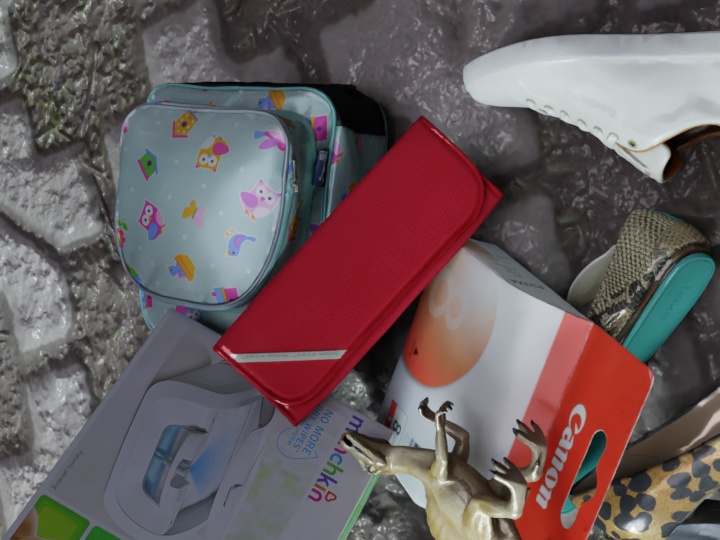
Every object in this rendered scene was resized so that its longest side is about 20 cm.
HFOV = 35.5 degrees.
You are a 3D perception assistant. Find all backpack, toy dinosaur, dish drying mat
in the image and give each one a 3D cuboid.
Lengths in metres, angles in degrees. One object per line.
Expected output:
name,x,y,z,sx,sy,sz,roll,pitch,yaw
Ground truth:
backpack,-0.079,-0.029,0.791,0.174,0.153,0.202,7,103,27
toy dinosaur,0.074,0.140,0.653,0.200,0.058,0.102,43,129,30
dish drying mat,0.000,0.000,0.713,0.077,0.018,0.200,42,86,-1

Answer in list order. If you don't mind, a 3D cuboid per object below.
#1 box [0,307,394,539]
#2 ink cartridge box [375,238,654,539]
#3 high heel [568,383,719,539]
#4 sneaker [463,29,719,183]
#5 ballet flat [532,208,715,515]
box,-0.102,0.159,0.717,0.175,0.201,0.097,28,145,7
ink cartridge box,0.081,0.087,0.694,0.164,0.050,0.200,-71,24,15
high heel,0.193,0.069,0.647,0.141,0.071,0.202,4,102,15
sneaker,0.151,-0.097,0.681,0.198,0.073,0.086,4,92,31
ballet flat,0.148,0.053,0.702,0.075,0.067,0.201,43,116,46
